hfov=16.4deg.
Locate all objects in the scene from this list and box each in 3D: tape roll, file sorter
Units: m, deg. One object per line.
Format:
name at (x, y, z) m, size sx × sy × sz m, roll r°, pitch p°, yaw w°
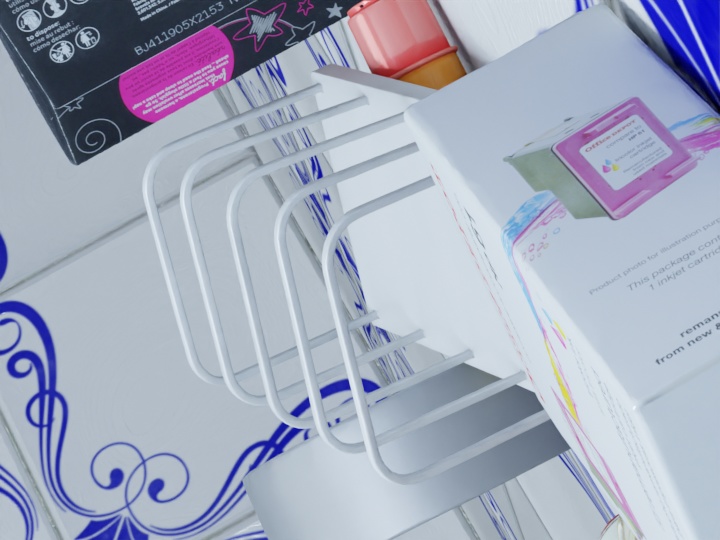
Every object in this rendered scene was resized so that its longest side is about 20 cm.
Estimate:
tape roll at (0.038, 0.095, 1.332) m, size 0.066 × 0.199 × 0.200 m, roll 64°, pitch 177°, yaw 5°
file sorter at (0.000, 0.000, 1.165) m, size 0.200 × 0.124 × 0.140 m, roll 21°, pitch 129°, yaw 58°

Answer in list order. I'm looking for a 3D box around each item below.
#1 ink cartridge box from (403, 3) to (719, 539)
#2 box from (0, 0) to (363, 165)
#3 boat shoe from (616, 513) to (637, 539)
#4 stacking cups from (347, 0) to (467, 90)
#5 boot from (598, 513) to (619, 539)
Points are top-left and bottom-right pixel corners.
ink cartridge box at (0.104, 0.024, 0.803) m, size 0.145 × 0.084 × 0.200 m, roll 63°, pitch 177°, yaw -34°
box at (-0.112, -0.178, 1.370) m, size 0.115 × 0.199 × 0.132 m, roll 56°, pitch 173°, yaw 46°
boat shoe at (0.171, 0.185, 1.227) m, size 0.065 × 0.072 × 0.201 m, roll -122°, pitch 10°, yaw -66°
stacking cups at (0.051, -0.044, 1.234) m, size 0.201 × 0.060 × 0.061 m, roll 62°, pitch 177°, yaw 4°
boot at (0.165, 0.186, 1.341) m, size 0.201 × 0.072 × 0.144 m, roll 59°, pitch 179°, yaw -26°
